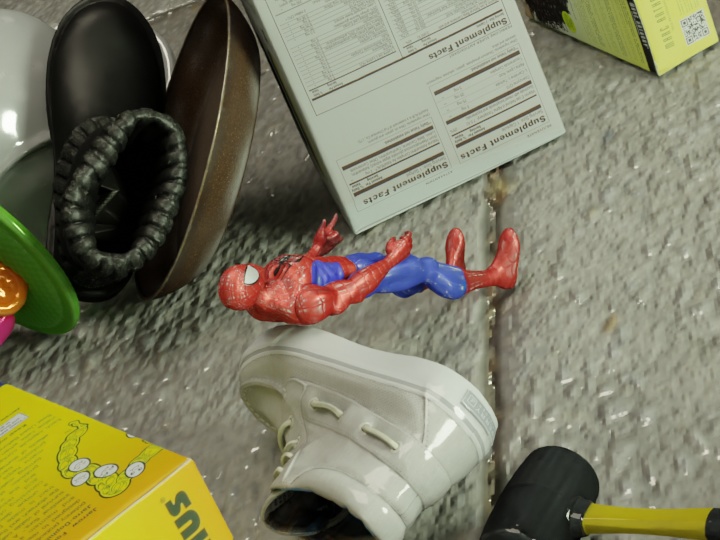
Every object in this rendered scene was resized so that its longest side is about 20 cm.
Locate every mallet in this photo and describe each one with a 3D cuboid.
[{"bbox_3d":[0.140,0.115,0.964,0.199,0.041,0.066,3,37,39],"label":"mallet"}]

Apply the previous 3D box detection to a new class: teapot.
[{"bbox_3d":[-0.240,-0.073,1.543,0.146,0.201,0.197,41,38,26],"label":"teapot"}]

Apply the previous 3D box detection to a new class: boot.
[{"bbox_3d":[-0.153,-0.088,1.407,0.079,0.213,0.158,1,-12,-12],"label":"boot"},{"bbox_3d":[-0.024,0.087,1.124,0.096,0.074,0.199,-47,25,-23],"label":"boot"}]

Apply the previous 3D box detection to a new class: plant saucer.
[{"bbox_3d":[-0.101,-0.076,1.425,0.032,0.201,0.200,13,19,-17],"label":"plant saucer"}]

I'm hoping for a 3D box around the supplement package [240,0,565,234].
[{"bbox_3d":[0.010,-0.162,1.416,0.150,0.201,0.152,-25,25,-2],"label":"supplement package"}]

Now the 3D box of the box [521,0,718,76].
[{"bbox_3d":[0.159,-0.190,1.487,0.050,0.076,0.200,-28,24,-12],"label":"box"}]

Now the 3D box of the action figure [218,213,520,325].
[{"bbox_3d":[0.000,0.000,1.194,0.065,0.052,0.199,8,13,42],"label":"action figure"}]

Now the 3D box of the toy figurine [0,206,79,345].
[{"bbox_3d":[-0.304,0.034,1.379,0.184,0.200,0.150,-52,10,-25],"label":"toy figurine"}]

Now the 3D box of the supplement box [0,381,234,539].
[{"bbox_3d":[-0.150,0.142,1.087,0.109,0.109,0.199,-38,28,-25],"label":"supplement box"}]
